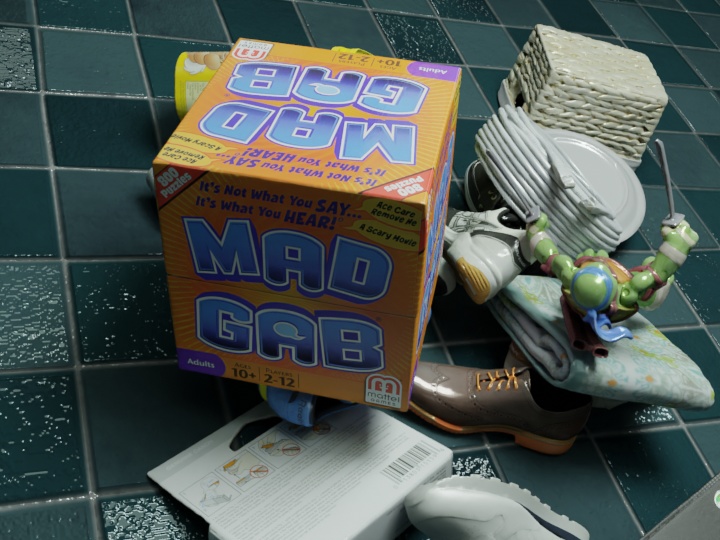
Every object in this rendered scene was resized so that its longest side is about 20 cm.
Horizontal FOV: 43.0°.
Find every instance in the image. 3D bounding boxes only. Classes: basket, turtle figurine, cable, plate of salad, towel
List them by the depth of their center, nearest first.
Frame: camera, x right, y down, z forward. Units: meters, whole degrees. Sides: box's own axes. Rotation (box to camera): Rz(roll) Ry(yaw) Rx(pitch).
[{"bbox_3d":[0.231,-0.030,0.840,0.193,0.142,0.204,17,52,-67],"label":"turtle figurine"},{"bbox_3d":[0.231,0.066,0.910,0.167,0.049,0.201,9,23,-20],"label":"towel"},{"bbox_3d":[0.209,-0.092,1.010,0.199,0.069,0.202,28,25,-47],"label":"cable"},{"bbox_3d":[0.265,-0.102,1.163,0.195,0.049,0.203,6,51,-8],"label":"plate of salad"},{"bbox_3d":[0.308,-0.240,1.270,0.195,0.125,0.137,10,43,-14],"label":"basket"}]

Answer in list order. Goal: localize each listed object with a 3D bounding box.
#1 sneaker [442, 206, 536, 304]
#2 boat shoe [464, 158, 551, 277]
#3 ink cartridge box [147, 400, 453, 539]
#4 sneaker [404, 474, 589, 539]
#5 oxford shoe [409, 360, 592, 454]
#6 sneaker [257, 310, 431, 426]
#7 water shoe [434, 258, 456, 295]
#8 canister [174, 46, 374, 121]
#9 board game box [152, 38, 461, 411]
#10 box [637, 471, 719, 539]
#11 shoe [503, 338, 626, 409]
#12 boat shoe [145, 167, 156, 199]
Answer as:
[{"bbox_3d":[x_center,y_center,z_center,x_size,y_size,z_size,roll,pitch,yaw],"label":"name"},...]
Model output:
[{"bbox_3d":[0.129,-0.029,0.961,0.087,0.076,0.200,-31,23,1],"label":"sneaker"},{"bbox_3d":[0.174,-0.066,1.070,0.067,0.057,0.203,-18,54,-3],"label":"boat shoe"},{"bbox_3d":[-0.048,0.175,0.755,0.171,0.044,0.198,22,35,37],"label":"ink cartridge box"},{"bbox_3d":[0.115,0.224,0.725,0.198,0.076,0.082,29,54,-28],"label":"sneaker"},{"bbox_3d":[0.126,0.113,0.872,0.195,0.074,0.072,14,43,-11],"label":"oxford shoe"},{"bbox_3d":[0.005,0.082,0.817,0.198,0.067,0.078,-26,38,-36],"label":"sneaker"},{"bbox_3d":[0.000,0.000,0.946,0.196,0.072,0.080,21,64,2],"label":"water shoe"},{"bbox_3d":[-0.087,-0.195,0.998,0.195,0.089,0.148,3,8,13],"label":"canister"},{"bbox_3d":[-0.033,-0.043,0.751,0.195,0.203,0.202,9,39,8],"label":"board game box"},{"bbox_3d":[0.348,0.279,0.784,0.191,0.048,0.201,-29,62,-20],"label":"box"},{"bbox_3d":[0.232,0.109,0.949,0.196,0.054,0.070,10,20,-21],"label":"shoe"},{"bbox_3d":[-0.140,-0.117,0.981,0.072,0.071,0.199,44,47,19],"label":"boat shoe"}]
